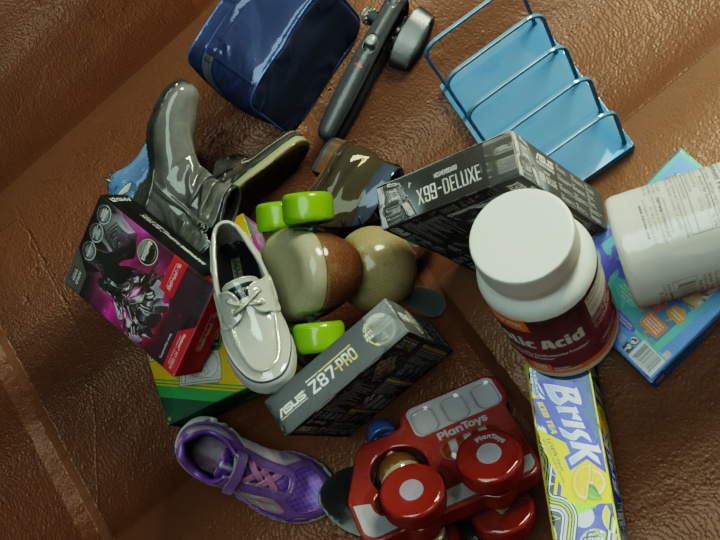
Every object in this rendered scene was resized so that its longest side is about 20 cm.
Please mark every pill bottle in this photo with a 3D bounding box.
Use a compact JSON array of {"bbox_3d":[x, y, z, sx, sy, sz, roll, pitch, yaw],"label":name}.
[{"bbox_3d":[0.345,-0.045,1.018,0.199,0.114,0.115,-17,71,15],"label":"pill bottle"},{"bbox_3d":[0.175,0.014,1.013,0.114,0.200,0.115,-11,59,18],"label":"pill bottle"}]

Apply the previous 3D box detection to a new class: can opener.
[{"bbox_3d":[0.007,-0.241,1.272,0.078,0.063,0.200,34,90,24],"label":"can opener"}]

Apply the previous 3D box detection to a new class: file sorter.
[{"bbox_3d":[0.179,-0.188,1.162,0.138,0.123,0.201,-35,67,9],"label":"file sorter"}]

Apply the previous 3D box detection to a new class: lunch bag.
[{"bbox_3d":[-0.105,-0.288,1.286,0.132,0.136,0.200,34,89,24],"label":"lunch bag"}]

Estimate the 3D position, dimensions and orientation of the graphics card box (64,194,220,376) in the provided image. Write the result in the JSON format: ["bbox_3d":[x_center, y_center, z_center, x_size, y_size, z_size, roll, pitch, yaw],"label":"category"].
[{"bbox_3d":[-0.242,0.014,1.225,0.200,0.051,0.126,37,112,24],"label":"graphics card box"}]

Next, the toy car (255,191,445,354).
[{"bbox_3d":[0.000,0.000,1.169,0.199,0.158,0.165,-4,89,-25],"label":"toy car"}]

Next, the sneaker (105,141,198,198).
[{"bbox_3d":[-0.283,-0.077,1.344,0.089,0.079,0.201,22,79,35],"label":"sneaker"}]

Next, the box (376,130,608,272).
[{"bbox_3d":[0.137,-0.061,1.084,0.157,0.200,0.050,-22,64,32],"label":"box"}]

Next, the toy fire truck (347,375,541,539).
[{"bbox_3d":[0.080,0.203,1.092,0.199,0.112,0.168,-22,40,-4],"label":"toy fire truck"}]

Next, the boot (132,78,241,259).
[{"bbox_3d":[-0.190,-0.114,1.250,0.131,0.070,0.201,21,105,29],"label":"boot"}]

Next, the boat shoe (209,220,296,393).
[{"bbox_3d":[-0.116,0.032,1.092,0.072,0.066,0.201,-15,52,0],"label":"boat shoe"}]

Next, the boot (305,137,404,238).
[{"bbox_3d":[-0.026,-0.054,1.232,0.097,0.075,0.201,18,82,26],"label":"boot"}]

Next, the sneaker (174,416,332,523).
[{"bbox_3d":[-0.124,0.224,1.181,0.199,0.088,0.081,21,82,9],"label":"sneaker"}]

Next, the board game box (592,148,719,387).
[{"bbox_3d":[0.319,-0.003,1.105,0.200,0.045,0.152,-46,65,6],"label":"board game box"}]

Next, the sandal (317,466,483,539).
[{"bbox_3d":[0.048,0.262,1.130,0.199,0.043,0.076,20,71,17],"label":"sandal"}]

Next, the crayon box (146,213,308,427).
[{"bbox_3d":[-0.173,0.061,1.267,0.172,0.058,0.201,-26,69,13],"label":"crayon box"}]

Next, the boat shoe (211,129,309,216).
[{"bbox_3d":[-0.152,-0.111,1.295,0.200,0.073,0.065,-37,72,9],"label":"boat shoe"}]

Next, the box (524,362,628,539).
[{"bbox_3d":[0.220,0.189,1.085,0.070,0.064,0.201,-12,72,17],"label":"box"}]

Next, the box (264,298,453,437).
[{"bbox_3d":[0.004,0.109,1.111,0.161,0.200,0.049,-39,72,9],"label":"box"}]
